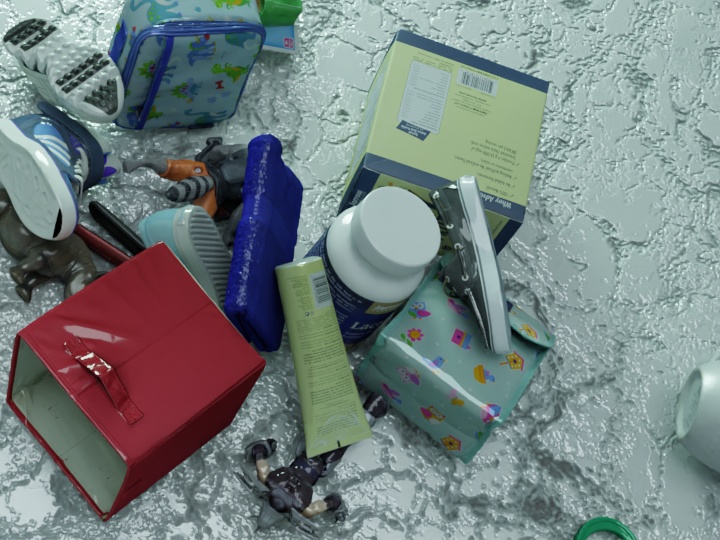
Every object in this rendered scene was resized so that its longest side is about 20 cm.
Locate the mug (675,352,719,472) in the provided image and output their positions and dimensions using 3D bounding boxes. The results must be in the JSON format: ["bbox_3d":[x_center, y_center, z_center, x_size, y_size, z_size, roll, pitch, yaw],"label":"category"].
[{"bbox_3d":[0.463,0.162,1.488,0.174,0.148,0.200,15,32,0],"label":"mug"}]

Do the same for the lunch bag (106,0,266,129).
[{"bbox_3d":[-0.204,-0.237,1.441,0.160,0.200,0.083,-5,65,-27],"label":"lunch bag"}]

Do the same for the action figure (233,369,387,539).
[{"bbox_3d":[-0.050,0.203,1.362,0.130,0.069,0.200,41,66,-3],"label":"action figure"}]

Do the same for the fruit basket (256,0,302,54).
[{"bbox_3d":[-0.169,-0.360,1.555,0.199,0.094,0.186,8,62,-33],"label":"fruit basket"}]

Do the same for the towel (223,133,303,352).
[{"bbox_3d":[-0.107,-0.027,1.351,0.049,0.148,0.201,2,69,12],"label":"towel"}]

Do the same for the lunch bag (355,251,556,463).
[{"bbox_3d":[0.117,0.084,1.432,0.170,0.122,0.200,37,51,6],"label":"lunch bag"}]

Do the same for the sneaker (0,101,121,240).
[{"bbox_3d":[-0.309,-0.107,1.389,0.146,0.081,0.200,-5,37,-41],"label":"sneaker"}]

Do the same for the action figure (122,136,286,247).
[{"bbox_3d":[-0.146,-0.071,1.432,0.193,0.105,0.201,-22,78,-36],"label":"action figure"}]

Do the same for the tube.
[{"bbox_3d":[-0.044,0.088,1.328,0.058,0.052,0.201,-12,95,18],"label":"tube"}]

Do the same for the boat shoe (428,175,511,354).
[{"bbox_3d":[0.114,-0.003,1.374,0.066,0.070,0.201,-14,77,9],"label":"boat shoe"}]

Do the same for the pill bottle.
[{"bbox_3d":[0.000,0.000,1.380,0.115,0.200,0.116,13,57,-21],"label":"pill bottle"}]

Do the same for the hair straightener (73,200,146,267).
[{"bbox_3d":[-0.222,-0.018,1.427,0.199,0.041,0.077,32,62,1],"label":"hair straightener"}]

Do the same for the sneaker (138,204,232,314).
[{"bbox_3d":[-0.178,0.014,1.370,0.081,0.201,0.074,-1,35,24],"label":"sneaker"}]

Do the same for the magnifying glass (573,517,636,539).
[{"bbox_3d":[0.283,0.369,1.394,0.079,0.022,0.201,-3,64,-17],"label":"magnifying glass"}]

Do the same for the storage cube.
[{"bbox_3d":[-0.227,0.112,1.282,0.179,0.200,0.171,-36,79,-32],"label":"storage cube"}]

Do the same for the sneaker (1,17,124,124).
[{"bbox_3d":[-0.322,-0.211,1.432,0.075,0.081,0.200,-34,50,-21],"label":"sneaker"}]

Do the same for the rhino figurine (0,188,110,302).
[{"bbox_3d":[-0.343,-0.013,1.383,0.200,0.060,0.088,38,64,2],"label":"rhino figurine"}]

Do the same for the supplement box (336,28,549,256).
[{"bbox_3d":[0.098,-0.142,1.518,0.199,0.134,0.201,18,63,-7],"label":"supplement box"}]
